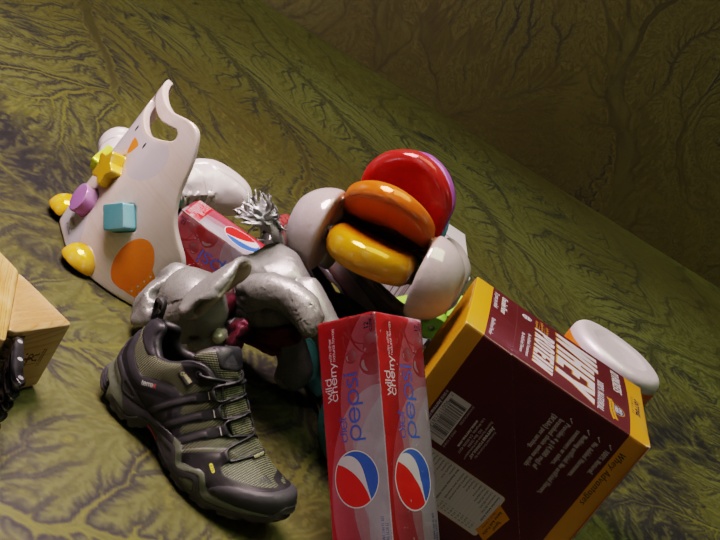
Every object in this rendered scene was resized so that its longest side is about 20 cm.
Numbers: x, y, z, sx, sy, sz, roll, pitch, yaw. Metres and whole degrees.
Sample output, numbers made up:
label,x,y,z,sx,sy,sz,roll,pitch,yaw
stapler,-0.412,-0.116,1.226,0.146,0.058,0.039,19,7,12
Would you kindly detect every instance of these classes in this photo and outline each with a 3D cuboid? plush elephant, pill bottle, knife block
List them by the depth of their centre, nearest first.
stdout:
label,x,y,z,sx,sy,sz,roll,pitch,yaw
knife block,-0.307,0.040,0.774,0.200,0.064,0.175,41,18,20
plush elephant,-0.117,0.043,0.990,0.164,0.154,0.202,-8,-75,63
pill bottle,0.223,0.163,1.179,0.112,0.201,0.113,30,18,-11

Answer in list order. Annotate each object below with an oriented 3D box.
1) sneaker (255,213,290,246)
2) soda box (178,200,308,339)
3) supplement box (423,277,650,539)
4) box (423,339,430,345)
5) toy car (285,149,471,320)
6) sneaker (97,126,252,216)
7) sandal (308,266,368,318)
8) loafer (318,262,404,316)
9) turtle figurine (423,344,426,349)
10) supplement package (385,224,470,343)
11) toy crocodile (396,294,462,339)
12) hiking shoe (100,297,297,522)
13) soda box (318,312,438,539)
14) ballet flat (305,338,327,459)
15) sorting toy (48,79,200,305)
label,x,y,z,sx,sy,sz,roll,pitch,yaw
sneaker,-0.076,-0.016,1.290,0.098,0.071,0.200,40,6,7
soda box,-0.121,0.011,1.172,0.199,0.070,0.063,35,19,-1
supplement box,0.135,0.156,1.040,0.199,0.198,0.133,34,20,-1
box,0.177,0.152,1.377,0.160,0.049,0.199,47,22,28
toy car,0.034,-0.047,1.066,0.174,0.151,0.200,24,5,9
sneaker,-0.222,-0.096,1.294,0.199,0.075,0.089,19,35,-24
sandal,-0.011,0.048,1.074,0.075,0.048,0.201,44,10,-48
loafer,0.000,0.000,1.198,0.072,0.063,0.201,25,27,-45
turtle figurine,0.107,0.091,1.272,0.198,0.065,0.162,9,41,-8
supplement package,0.070,-0.005,1.476,0.116,0.118,0.200,31,18,-7
toy crocodile,0.042,0.055,1.236,0.198,0.062,0.068,-6,43,9
hiking shoe,-0.119,0.113,0.861,0.200,0.101,0.076,39,19,14
soda box,0.015,0.140,0.892,0.070,0.063,0.202,12,68,-51
ballet flat,-0.013,0.128,1.066,0.070,0.071,0.200,26,17,-25
sorting toy,-0.220,-0.093,1.082,0.106,0.181,0.200,21,21,-35
